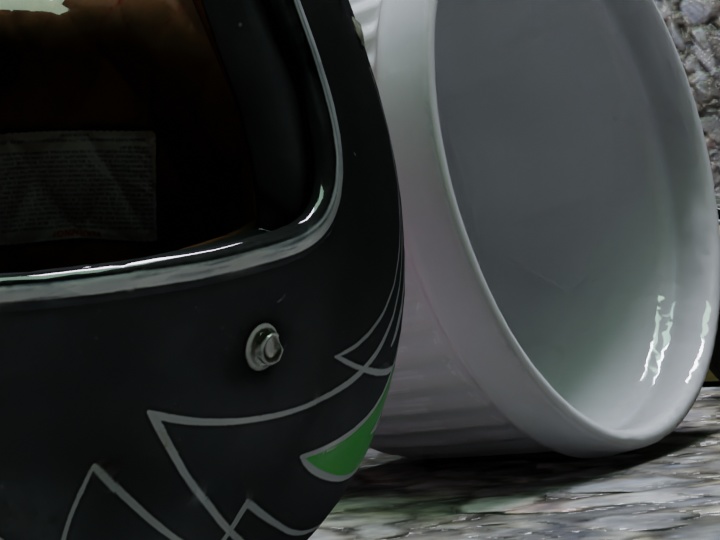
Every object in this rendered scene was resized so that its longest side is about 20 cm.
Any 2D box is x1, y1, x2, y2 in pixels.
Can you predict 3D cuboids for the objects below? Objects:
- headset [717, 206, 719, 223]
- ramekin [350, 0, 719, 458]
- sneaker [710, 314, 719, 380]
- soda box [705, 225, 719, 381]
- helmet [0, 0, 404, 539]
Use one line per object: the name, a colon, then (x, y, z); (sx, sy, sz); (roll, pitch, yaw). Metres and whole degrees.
headset: (0.154, 0.015, 1.246); (0.199, 0.094, 0.124); (11, 3, -5)
ramekin: (0.035, -0.027, 0.928); (0.105, 0.201, 0.200); (-15, -3, 32)
sneaker: (0.234, 0.007, 1.017); (0.120, 0.084, 0.200); (-18, 9, -33)
soda box: (0.097, 0.016, 1.164); (0.199, 0.064, 0.068); (-2, 4, 27)
helmet: (-0.079, -0.001, 0.633); (0.199, 0.191, 0.200); (-2, -20, -1)
